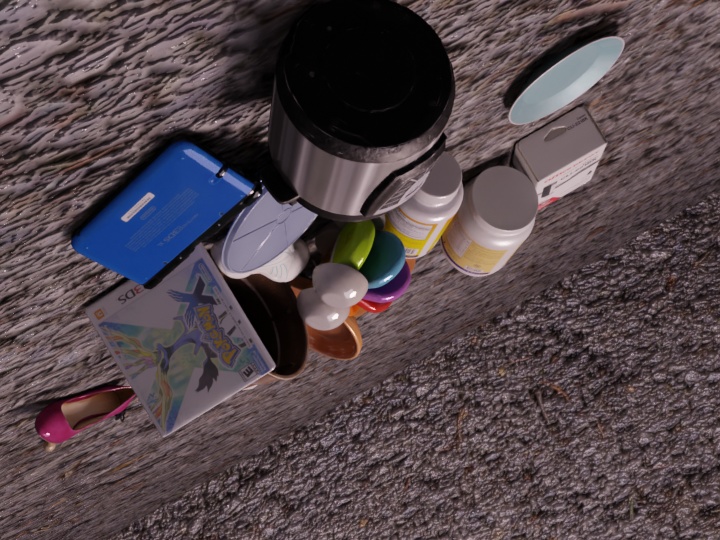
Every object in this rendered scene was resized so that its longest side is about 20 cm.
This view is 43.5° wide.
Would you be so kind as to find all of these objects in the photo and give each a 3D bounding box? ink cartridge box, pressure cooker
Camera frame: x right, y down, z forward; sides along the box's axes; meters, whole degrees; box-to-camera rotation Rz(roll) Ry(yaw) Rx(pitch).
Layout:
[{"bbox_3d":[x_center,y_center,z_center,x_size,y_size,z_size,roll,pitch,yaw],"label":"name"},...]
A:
[{"bbox_3d":[0.353,-0.196,1.640,0.143,0.085,0.200,-29,165,-1],"label":"ink cartridge box"},{"bbox_3d":[-0.005,-0.148,0.897,0.173,0.182,0.200,9,158,-7],"label":"pressure cooker"}]

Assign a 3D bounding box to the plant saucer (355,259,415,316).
[{"bbox_3d":[0.023,0.020,1.574,0.199,0.038,0.201,-34,163,-12],"label":"plant saucer"}]

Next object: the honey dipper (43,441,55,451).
[{"bbox_3d":[-0.544,0.288,1.599,0.038,0.038,0.200,-22,168,-28],"label":"honey dipper"}]

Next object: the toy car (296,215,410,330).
[{"bbox_3d":[0.000,0.000,1.353,0.200,0.148,0.177,127,-18,-57],"label":"toy car"}]

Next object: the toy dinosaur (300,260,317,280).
[{"bbox_3d":[-0.051,0.004,1.551,0.087,0.048,0.201,-3,145,-24],"label":"toy dinosaur"}]

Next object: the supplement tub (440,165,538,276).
[{"bbox_3d":[0.233,-0.089,1.639,0.144,0.147,0.200,-25,165,-18],"label":"supplement tub"}]

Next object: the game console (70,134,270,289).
[{"bbox_3d":[-0.205,-0.084,1.029,0.199,0.119,0.170,-37,133,24],"label":"game console"}]

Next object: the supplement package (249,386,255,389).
[{"bbox_3d":[-0.214,0.138,1.580,0.109,0.115,0.200,-32,167,14],"label":"supplement package"}]

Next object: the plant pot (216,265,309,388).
[{"bbox_3d":[-0.212,0.099,1.330,0.196,0.203,0.200,-26,169,24],"label":"plant pot"}]

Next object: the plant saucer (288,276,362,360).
[{"bbox_3d":[-0.079,0.074,1.522,0.038,0.199,0.201,-56,179,-27],"label":"plant saucer"}]

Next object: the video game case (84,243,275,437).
[{"bbox_3d":[-0.238,0.089,1.192,0.181,0.202,0.022,-31,-176,6],"label":"video game case"}]

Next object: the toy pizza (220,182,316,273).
[{"bbox_3d":[-0.106,-0.078,1.140,0.200,0.032,0.201,-43,164,-15],"label":"toy pizza"}]

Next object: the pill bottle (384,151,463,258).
[{"bbox_3d":[0.091,-0.103,1.377,0.108,0.110,0.200,-25,165,-19],"label":"pill bottle"}]

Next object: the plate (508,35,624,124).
[{"bbox_3d":[0.299,-0.287,1.338,0.198,0.026,0.200,-29,166,-8],"label":"plate"}]

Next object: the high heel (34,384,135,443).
[{"bbox_3d":[-0.453,0.232,1.502,0.095,0.068,0.200,-28,170,15],"label":"high heel"}]

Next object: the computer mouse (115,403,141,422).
[{"bbox_3d":[-0.373,0.223,1.704,0.197,0.044,0.110,-19,158,-21],"label":"computer mouse"}]

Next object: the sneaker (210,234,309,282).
[{"bbox_3d":[-0.121,-0.031,1.278,0.080,0.071,0.199,-39,163,24],"label":"sneaker"}]
